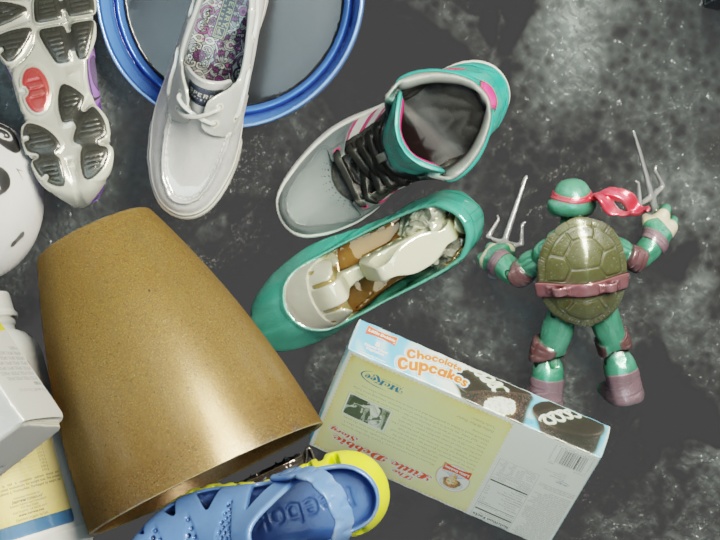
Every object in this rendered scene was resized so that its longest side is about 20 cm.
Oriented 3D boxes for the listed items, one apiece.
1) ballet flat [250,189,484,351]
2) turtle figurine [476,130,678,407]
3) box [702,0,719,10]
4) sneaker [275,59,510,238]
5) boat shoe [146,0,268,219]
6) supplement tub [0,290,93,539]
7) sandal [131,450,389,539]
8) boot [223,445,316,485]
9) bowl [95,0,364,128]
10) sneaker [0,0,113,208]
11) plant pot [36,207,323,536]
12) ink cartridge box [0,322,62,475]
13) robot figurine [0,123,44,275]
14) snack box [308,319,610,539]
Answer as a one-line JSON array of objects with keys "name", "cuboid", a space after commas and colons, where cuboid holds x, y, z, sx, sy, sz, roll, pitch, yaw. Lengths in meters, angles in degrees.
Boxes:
[{"name": "ballet flat", "cuboid": [0.000, 0.000, 1.363, 0.200, 0.070, 0.068, -29, 94, 6]}, {"name": "turtle figurine", "cuboid": [0.157, 0.002, 1.344, 0.149, 0.101, 0.201, -1, 104, 11]}, {"name": "box", "cuboid": [0.320, -0.271, 1.254, 0.123, 0.200, 0.197, 10, 95, 4]}, {"name": "sneaker", "cuboid": [0.022, -0.084, 1.329, 0.200, 0.121, 0.084, -34, 93, 6]}, {"name": "boat shoe", "cuboid": [-0.108, -0.134, 1.319, 0.072, 0.069, 0.201, 21, 96, 1]}, {"name": "supplement tub", "cuboid": [-0.290, 0.128, 1.349, 0.144, 0.145, 0.201, -18, 84, 5]}, {"name": "sandal", "cuboid": [-0.077, 0.182, 1.290, 0.199, 0.087, 0.080, -24, 90, 1]}, {"name": "boot", "cuboid": [-0.086, 0.246, 1.395, 0.200, 0.069, 0.174, -32, 94, -5]}, {"name": "bowl", "cuboid": [-0.096, -0.206, 1.366, 0.200, 0.039, 0.202, 0, 95, 3]}, {"name": "sneaker", "cuboid": [-0.229, -0.142, 1.366, 0.080, 0.083, 0.201, -7, 79, -5]}, {"name": "plant pot", "cuboid": [-0.154, 0.063, 1.336, 0.186, 0.186, 0.201, -27, 84, 5]}, {"name": "ink cartridge box", "cuboid": [-0.319, 0.065, 1.241, 0.145, 0.083, 0.200, -38, 82, 6]}, {"name": "robot figurine", "cuboid": [-0.333, -0.056, 1.349, 0.199, 0.125, 0.151, 4, 97, 6]}, {"name": "snack box", "cuboid": [0.070, 0.122, 1.358, 0.199, 0.037, 0.116, 23, 134, 1]}]
